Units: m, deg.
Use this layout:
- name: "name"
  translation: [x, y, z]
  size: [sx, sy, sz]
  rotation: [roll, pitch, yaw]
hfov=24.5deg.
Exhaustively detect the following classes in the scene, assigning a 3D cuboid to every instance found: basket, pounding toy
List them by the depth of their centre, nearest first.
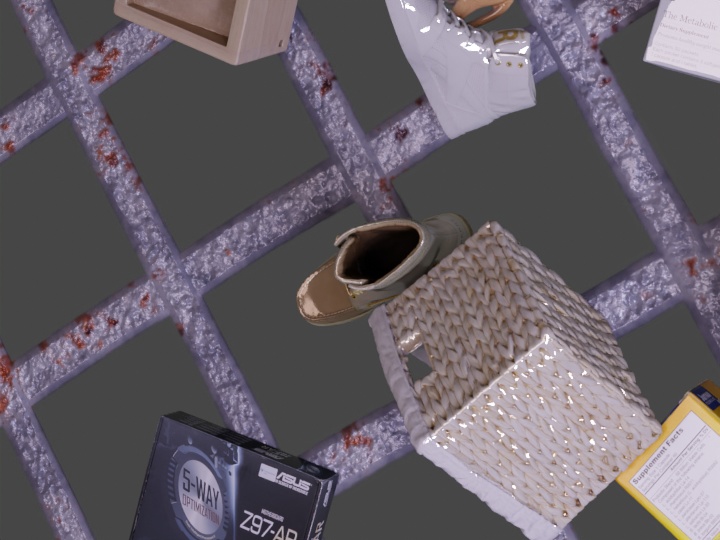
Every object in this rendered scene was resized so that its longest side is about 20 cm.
- name: "basket"
  translation: [0.142, 0.100, 1.508]
  size: [0.161, 0.200, 0.199]
  rotation: [-40, 35, 15]
- name: "pounding toy"
  translation: [-0.152, -0.339, 1.688]
  size: [0.199, 0.142, 0.185]
  rotation: [25, 116, 22]

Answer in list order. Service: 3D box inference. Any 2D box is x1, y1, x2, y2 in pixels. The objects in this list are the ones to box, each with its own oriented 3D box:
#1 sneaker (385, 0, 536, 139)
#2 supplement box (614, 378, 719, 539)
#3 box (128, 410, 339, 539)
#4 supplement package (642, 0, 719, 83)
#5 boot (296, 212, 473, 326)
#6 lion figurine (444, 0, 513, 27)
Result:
- name: "sneaker"
  translation: [0.101, -0.223, 1.571]
  size: [0.115, 0.200, 0.074]
  rotation: [-17, 41, 18]
- name: "supplement box"
  translation: [0.347, 0.209, 1.508]
  size: [0.200, 0.109, 0.109]
  rotation: [43, 107, 14]
- name: "box"
  translation: [-0.136, 0.256, 1.742]
  size: [0.199, 0.043, 0.161]
  rotation: [20, 100, 20]
- name: "supplement package"
  translation: [0.342, -0.268, 1.487]
  size: [0.113, 0.109, 0.202]
  rotation: [17, 99, 20]
- name: "boot"
  translation: [0.000, 0.000, 1.615]
  size: [0.199, 0.154, 0.073]
  rotation: [-25, 83, 21]
- name: "lion figurine"
  translation: [0.118, -0.317, 1.607]
  size: [0.121, 0.072, 0.202]
  rotation: [-5, 105, 15]
